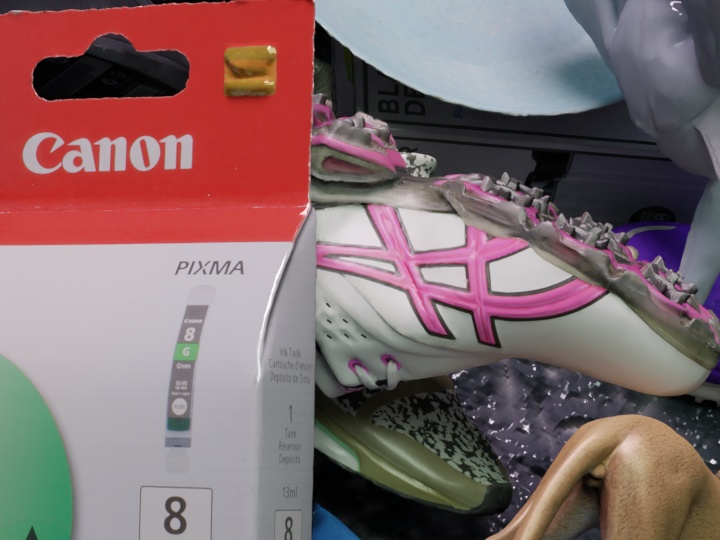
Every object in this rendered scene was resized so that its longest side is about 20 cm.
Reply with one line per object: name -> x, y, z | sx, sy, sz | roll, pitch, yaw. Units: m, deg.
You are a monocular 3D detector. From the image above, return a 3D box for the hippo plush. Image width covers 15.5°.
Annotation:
hippo plush -> 0.163, -0.118, 0.927 | 0.160, 0.159, 0.201 | -19, 77, -21

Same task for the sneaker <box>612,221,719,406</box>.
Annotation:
sneaker -> 0.183, 0.009, 0.984 | 0.199, 0.100, 0.070 | 19, 51, 4

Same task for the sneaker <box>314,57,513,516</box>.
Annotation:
sneaker -> 0.000, 0.000, 0.951 | 0.077, 0.089, 0.200 | 2, 45, -53

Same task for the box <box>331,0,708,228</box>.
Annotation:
box -> 0.089, -0.072, 1.053 | 0.199, 0.060, 0.117 | 5, 53, -6

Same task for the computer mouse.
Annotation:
computer mouse -> -0.135, -0.109, 0.935 | 0.199, 0.140, 0.046 | 16, 71, -18

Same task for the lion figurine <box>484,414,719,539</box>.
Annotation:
lion figurine -> 0.104, 0.091, 0.881 | 0.072, 0.200, 0.123 | 21, 82, 31

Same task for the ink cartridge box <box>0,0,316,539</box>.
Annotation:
ink cartridge box -> -0.094, 0.010, 0.869 | 0.160, 0.050, 0.201 | 0, 88, 25

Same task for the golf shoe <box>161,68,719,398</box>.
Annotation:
golf shoe -> 0.024, 0.006, 0.896 | 0.199, 0.073, 0.093 | 23, 97, 12

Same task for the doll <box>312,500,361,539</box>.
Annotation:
doll -> -0.055, 0.124, 0.888 | 0.136, 0.049, 0.201 | 2, 51, 13

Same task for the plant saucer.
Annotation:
plant saucer -> 0.046, -0.140, 1.019 | 0.200, 0.039, 0.202 | 6, 63, -13
